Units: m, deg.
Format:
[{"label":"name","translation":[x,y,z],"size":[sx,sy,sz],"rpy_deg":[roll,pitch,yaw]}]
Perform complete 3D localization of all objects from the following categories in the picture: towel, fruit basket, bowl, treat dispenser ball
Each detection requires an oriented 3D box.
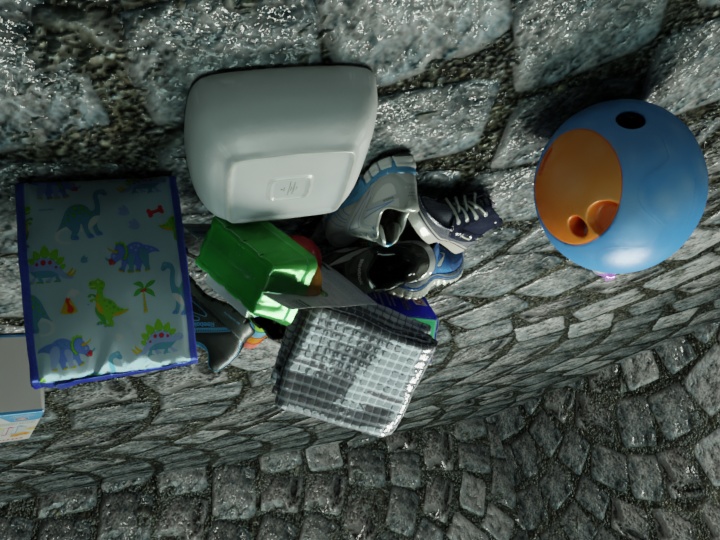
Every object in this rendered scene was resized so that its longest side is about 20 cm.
[{"label":"towel","translation":[-0.013,0.127,0.910],"size":[0.195,0.086,0.169],"rpy_deg":[18,114,-14]},{"label":"fruit basket","translation":[-0.094,-0.001,0.809],"size":[0.095,0.184,0.199],"rpy_deg":[-59,155,10]},{"label":"bowl","translation":[-0.080,-0.115,0.696],"size":[0.194,0.077,0.201],"rpy_deg":[-7,160,-16]},{"label":"treat dispenser ball","translation":[0.308,-0.099,0.808],"size":[0.195,0.206,0.202],"rpy_deg":[-12,160,-5]}]

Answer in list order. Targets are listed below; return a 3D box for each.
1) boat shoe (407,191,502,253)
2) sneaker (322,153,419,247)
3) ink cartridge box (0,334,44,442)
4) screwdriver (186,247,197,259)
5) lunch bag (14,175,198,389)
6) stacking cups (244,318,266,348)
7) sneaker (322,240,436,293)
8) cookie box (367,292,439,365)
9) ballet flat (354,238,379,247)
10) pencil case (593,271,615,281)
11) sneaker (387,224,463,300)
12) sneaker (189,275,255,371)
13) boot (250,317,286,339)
[{"label":"boat shoe","translation":[0.133,-0.083,0.938],"size":[0.092,0.076,0.199],"rpy_deg":[-31,162,20]},{"label":"sneaker","translation":[0.012,-0.063,0.869],"size":[0.073,0.089,0.200],"rpy_deg":[-4,159,-30]},{"label":"ink cartridge box","translation":[-0.587,0.197,1.073],"size":[0.126,0.128,0.200],"rpy_deg":[0,154,-34]},{"label":"screwdriver","translation":[-0.226,-0.023,0.907],"size":[0.027,0.030,0.199],"rpy_deg":[-21,162,18]},{"label":"lunch bag","translation":[-0.268,0.015,0.717],"size":[0.165,0.205,0.128],"rpy_deg":[-7,159,-19]},{"label":"stacking cups","translation":[-0.177,0.087,1.182],"size":[0.059,0.062,0.200],"rpy_deg":[-5,162,-22]},{"label":"sneaker","translation":[0.000,0.000,0.906],"size":[0.195,0.069,0.090],"rpy_deg":[-10,-178,18]},{"label":"cookie box","translation":[0.006,0.070,1.033],"size":[0.194,0.077,0.171],"rpy_deg":[6,-165,-8]},{"label":"ballet flat","translation":[0.035,-0.010,1.047],"size":[0.069,0.067,0.200],"rpy_deg":[-20,159,13]},{"label":"pencil case","translation":[0.430,-0.047,1.191],"size":[0.082,0.088,0.199],"rpy_deg":[-20,160,21]},{"label":"sneaker","translation":[0.105,-0.025,1.014],"size":[0.077,0.092,0.199],"rpy_deg":[15,-157,27]},{"label":"sneaker","translation":[-0.233,0.046,0.860],"size":[0.083,0.198,0.073],"rpy_deg":[-54,174,-12]},{"label":"boot","translation":[-0.128,0.041,0.975],"size":[0.066,0.134,0.200],"rpy_deg":[-16,159,8]}]
